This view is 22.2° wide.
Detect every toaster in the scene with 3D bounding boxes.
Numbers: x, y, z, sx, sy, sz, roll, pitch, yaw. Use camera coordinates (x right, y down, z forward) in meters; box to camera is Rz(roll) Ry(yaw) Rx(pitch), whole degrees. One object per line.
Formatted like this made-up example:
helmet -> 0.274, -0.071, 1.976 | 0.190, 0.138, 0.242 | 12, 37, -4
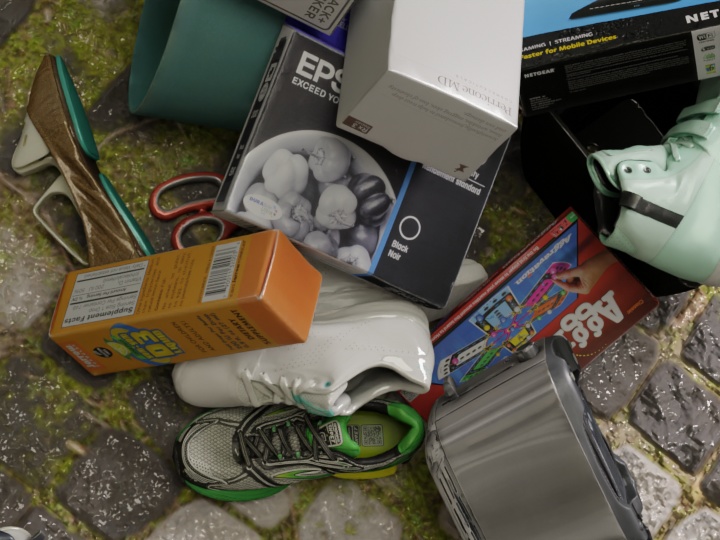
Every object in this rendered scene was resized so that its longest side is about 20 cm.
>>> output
toaster -> 0.134, 0.158, 1.404 | 0.129, 0.114, 0.200 | -24, 103, 12

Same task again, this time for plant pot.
plant pot -> -0.078, -0.199, 1.446 | 0.161, 0.201, 0.201 | 14, 71, -15
plant pot -> 0.245, -0.091, 1.495 | 0.199, 0.177, 0.200 | -35, 83, -20

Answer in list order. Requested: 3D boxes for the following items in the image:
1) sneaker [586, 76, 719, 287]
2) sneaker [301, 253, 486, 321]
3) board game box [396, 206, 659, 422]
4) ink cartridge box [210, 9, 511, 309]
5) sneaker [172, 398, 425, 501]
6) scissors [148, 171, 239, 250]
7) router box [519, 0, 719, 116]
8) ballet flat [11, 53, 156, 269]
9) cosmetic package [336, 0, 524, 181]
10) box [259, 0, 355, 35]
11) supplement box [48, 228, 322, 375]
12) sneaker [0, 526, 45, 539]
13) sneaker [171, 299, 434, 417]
sneaker -> 0.233, -0.098, 1.358 | 0.118, 0.074, 0.201 | 16, 73, -15
sneaker -> 0.000, 0.000, 1.463 | 0.200, 0.075, 0.089 | -8, 64, -14
board game box -> 0.124, 0.053, 1.441 | 0.200, 0.019, 0.103 | -42, 101, 13
ink cartridge box -> 0.011, -0.097, 1.370 | 0.198, 0.043, 0.200 | 23, 81, -24
sneaker -> -0.046, 0.126, 1.410 | 0.200, 0.085, 0.078 | -8, 76, -15
scissors -> -0.071, -0.061, 1.497 | 0.200, 0.014, 0.073 | -17, 76, -16
router box -> 0.208, -0.197, 1.384 | 0.200, 0.051, 0.149 | -12, 42, 7
ballet flat -> -0.229, -0.071, 1.445 | 0.072, 0.068, 0.200 | -26, 85, 1
cosmetic package -> 0.055, -0.178, 1.341 | 0.113, 0.081, 0.200 | 20, 51, -22
box -> -0.085, -0.265, 1.321 | 0.200, 0.060, 0.117 | 24, 51, -14
supplement box -> -0.132, 0.026, 1.362 | 0.067, 0.200, 0.069 | 47, 45, -42
sneaker -> -0.280, 0.240, 1.323 | 0.129, 0.080, 0.199 | -20, 69, -9
sneaker -> -0.043, 0.079, 1.378 | 0.200, 0.075, 0.089 | -12, 45, 3
